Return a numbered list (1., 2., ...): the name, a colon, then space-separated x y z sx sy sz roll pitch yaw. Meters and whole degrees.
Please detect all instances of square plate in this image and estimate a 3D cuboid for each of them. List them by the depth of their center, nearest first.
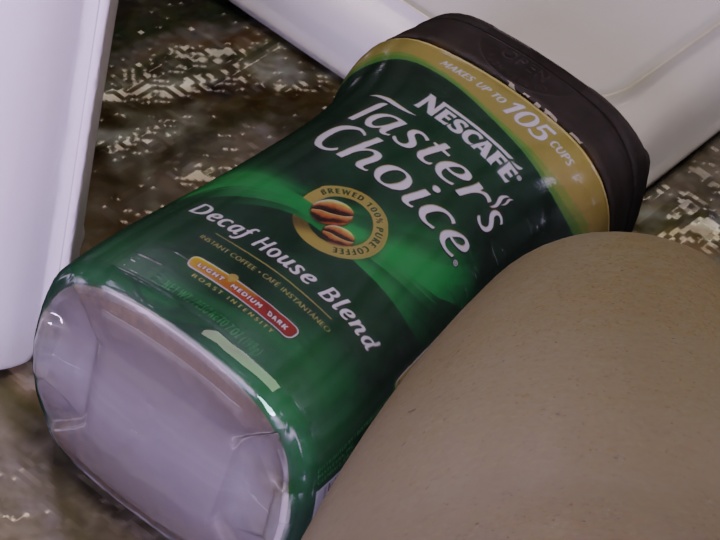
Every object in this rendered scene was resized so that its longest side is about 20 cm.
1. square plate: 0.062 -0.115 1.101 0.200 0.029 0.198 35 47 22

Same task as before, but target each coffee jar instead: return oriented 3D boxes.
1. coffee jar: 0.000 0.000 0.917 0.104 0.086 0.200 34 45 19

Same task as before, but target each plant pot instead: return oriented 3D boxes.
1. plant pot: 0.064 0.083 0.789 0.186 0.188 0.200 12 34 -1

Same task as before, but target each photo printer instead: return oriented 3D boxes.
1. photo printer: -0.108 -0.096 0.907 0.069 0.201 0.167 6 43 -9
